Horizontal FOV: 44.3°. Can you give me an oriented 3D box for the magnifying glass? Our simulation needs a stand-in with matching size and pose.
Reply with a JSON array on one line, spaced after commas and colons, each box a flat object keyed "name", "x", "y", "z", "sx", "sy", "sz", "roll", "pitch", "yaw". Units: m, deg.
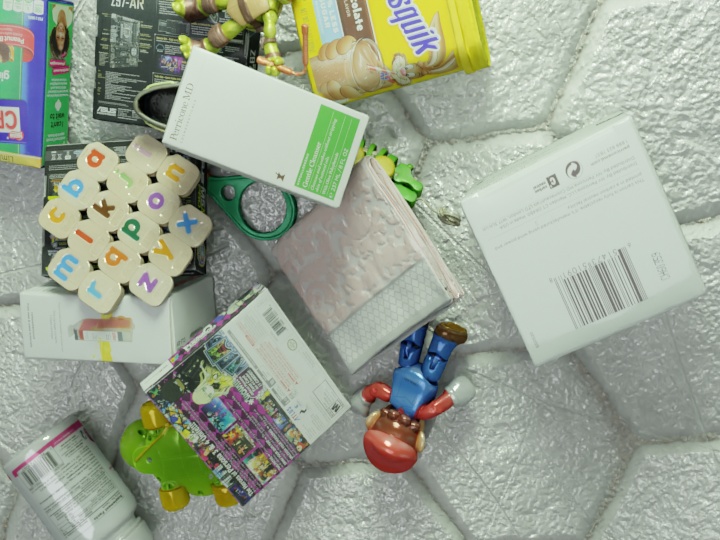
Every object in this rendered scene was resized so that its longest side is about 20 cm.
[{"name": "magnifying glass", "x": -0.170, "y": -0.100, "z": 1.101, "sx": 0.196, "sy": 0.022, "sz": 0.081, "roll": 23, "pitch": 105, "yaw": 5}]

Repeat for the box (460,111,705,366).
[{"name": "box", "x": 0.239, "y": -0.038, "z": 0.966, "sx": 0.196, "sy": 0.131, "sz": 0.203, "roll": -25, "pitch": 95, "yaw": 16}]

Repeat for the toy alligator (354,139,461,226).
[{"name": "toy alligator", "x": 0.035, "y": -0.112, "z": 1.038, "sx": 0.196, "sy": 0.060, "sz": 0.055, "roll": 23, "pitch": 65, "yaw": 7}]

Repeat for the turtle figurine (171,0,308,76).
[{"name": "turtle figurine", "x": -0.129, "y": -0.300, "z": 0.975, "sx": 0.158, "sy": 0.064, "sz": 0.205, "roll": -12, "pitch": 97, "yaw": 24}]

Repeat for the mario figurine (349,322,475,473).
[{"name": "mario figurine", "x": 0.062, "y": 0.151, "z": 1.087, "sx": 0.104, "sy": 0.123, "sz": 0.204, "roll": 15, "pitch": 100, "yaw": -34}]

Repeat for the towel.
[{"name": "towel", "x": 0.000, "y": 0.000, "z": 1.031, "sx": 0.199, "sy": 0.032, "sz": 0.193, "roll": -39, "pitch": 82, "yaw": 38}]

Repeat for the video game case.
[{"name": "video game case", "x": -0.130, "y": 0.148, "z": 1.047, "sx": 0.181, "sy": 0.036, "sz": 0.202, "roll": -41, "pitch": 117, "yaw": -12}]

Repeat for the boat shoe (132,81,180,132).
[{"name": "boat shoe", "x": -0.161, "y": -0.178, "z": 1.013, "sx": 0.197, "sy": 0.060, "sz": 0.074, "roll": 8, "pitch": 103, "yaw": 7}]

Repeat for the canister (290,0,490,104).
[{"name": "canister", "x": 0.033, "y": -0.274, "z": 0.985, "sx": 0.196, "sy": 0.087, "sz": 0.152, "roll": -13, "pitch": 98, "yaw": 16}]

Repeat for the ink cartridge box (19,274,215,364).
[{"name": "ink cartridge box", "x": -0.293, "y": 0.054, "z": 1.095, "sx": 0.195, "sy": 0.145, "sz": 0.086, "roll": 2, "pitch": 101, "yaw": 11}]

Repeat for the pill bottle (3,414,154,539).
[{"name": "pill bottle", "x": -0.371, "y": 0.306, "z": 1.181, "sx": 0.112, "sy": 0.113, "sz": 0.202, "roll": -34, "pitch": 93, "yaw": 17}]

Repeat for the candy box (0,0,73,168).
[{"name": "candy box", "x": -0.450, "y": -0.241, "z": 1.101, "sx": 0.165, "sy": 0.077, "sz": 0.205, "roll": 9, "pitch": 105, "yaw": 10}]

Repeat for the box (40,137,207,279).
[{"name": "box", "x": -0.285, "y": -0.073, "z": 1.072, "sx": 0.195, "sy": 0.044, "sz": 0.164, "roll": -3, "pitch": 82, "yaw": 8}]

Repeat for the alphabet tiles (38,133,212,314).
[{"name": "alphabet tiles", "x": -0.273, "y": -0.055, "z": 1.028, "sx": 0.193, "sy": 0.015, "sz": 0.202, "roll": 31, "pitch": 83, "yaw": 15}]

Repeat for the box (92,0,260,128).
[{"name": "box", "x": -0.223, "y": -0.251, "z": 1.066, "sx": 0.195, "sy": 0.044, "sz": 0.164, "roll": 9, "pitch": 103, "yaw": 10}]

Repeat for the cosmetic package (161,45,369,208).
[{"name": "cosmetic package", "x": -0.104, "y": -0.150, "z": 0.949, "sx": 0.196, "sy": 0.085, "sz": 0.110, "roll": 18, "pitch": 93, "yaw": -14}]

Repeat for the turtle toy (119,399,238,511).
[{"name": "turtle toy", "x": -0.224, "y": 0.223, "z": 1.137, "sx": 0.195, "sy": 0.101, "sz": 0.149, "roll": -8, "pitch": 100, "yaw": 14}]
